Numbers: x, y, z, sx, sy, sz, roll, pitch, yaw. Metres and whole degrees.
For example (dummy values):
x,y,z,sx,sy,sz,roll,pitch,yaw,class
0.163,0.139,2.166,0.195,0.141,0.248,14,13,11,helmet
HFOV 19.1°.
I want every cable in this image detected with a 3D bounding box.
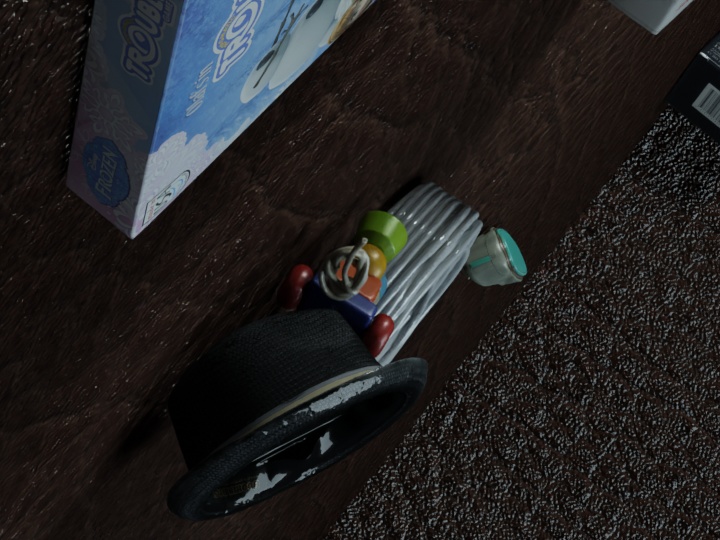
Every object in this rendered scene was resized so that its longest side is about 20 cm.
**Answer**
x,y,z,sx,sy,sz,roll,pitch,yaw,class
0.019,0.019,1.752,0.200,0.069,0.200,-52,173,1,cable

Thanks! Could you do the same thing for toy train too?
x,y,z,sx,sy,sz,roll,pitch,yaw,class
0.000,0.000,1.536,0.116,0.084,0.200,-58,178,-39,toy train

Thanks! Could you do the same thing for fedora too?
x,y,z,sx,sy,sz,roll,pitch,yaw,class
-0.057,0.086,1.453,0.200,0.092,0.201,-29,165,-9,fedora

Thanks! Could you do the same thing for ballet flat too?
x,y,z,sx,sy,sz,roll,pitch,yaw,class
0.144,-0.012,2.415,0.063,0.068,0.200,-24,174,8,ballet flat

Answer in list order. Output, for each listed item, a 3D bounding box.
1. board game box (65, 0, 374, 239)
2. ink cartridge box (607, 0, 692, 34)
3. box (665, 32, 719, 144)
x,y,z,sx,sy,sz,roll,pitch,yaw,class
-0.031,-0.131,0.858,0.199,0.043,0.200,-46,171,-27,board game box
0.277,-0.304,1.704,0.146,0.085,0.200,-42,170,-50,ink cartridge box
0.590,-0.289,3.335,0.107,0.148,0.200,-56,171,36,box
